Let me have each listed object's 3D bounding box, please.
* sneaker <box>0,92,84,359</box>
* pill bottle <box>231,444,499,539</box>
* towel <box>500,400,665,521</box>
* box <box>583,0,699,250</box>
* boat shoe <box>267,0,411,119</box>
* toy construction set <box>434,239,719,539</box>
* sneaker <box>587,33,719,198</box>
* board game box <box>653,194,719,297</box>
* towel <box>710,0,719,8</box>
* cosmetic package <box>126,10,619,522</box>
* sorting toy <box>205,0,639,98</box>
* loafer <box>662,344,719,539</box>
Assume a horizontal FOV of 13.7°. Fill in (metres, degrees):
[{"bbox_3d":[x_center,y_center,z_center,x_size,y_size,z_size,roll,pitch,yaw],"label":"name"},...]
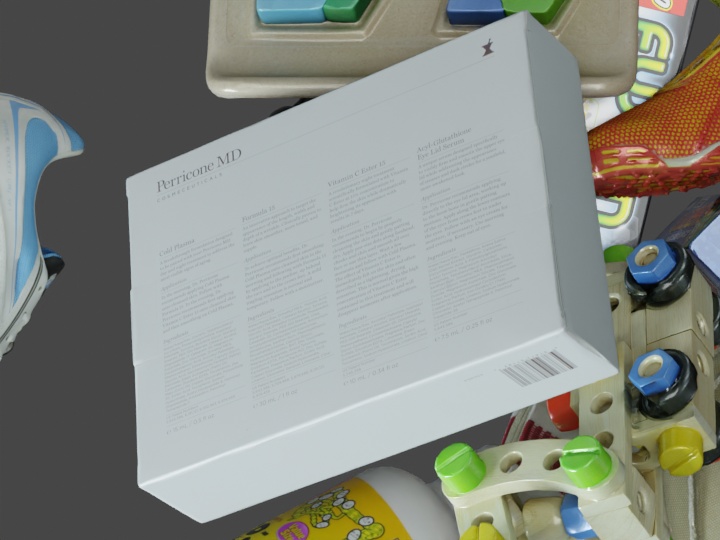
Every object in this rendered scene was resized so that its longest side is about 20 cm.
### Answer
[{"bbox_3d":[-0.172,0.021,1.324,0.072,0.072,0.200,13,98,-21],"label":"sneaker"},{"bbox_3d":[-0.012,0.152,1.298,0.200,0.104,0.104,-27,91,-16],"label":"pill bottle"},{"bbox_3d":[0.112,0.118,1.293,0.144,0.023,0.200,33,67,-23],"label":"towel"},{"bbox_3d":[0.078,-0.055,1.338,0.110,0.035,0.200,14,91,-1],"label":"box"},{"bbox_3d":[-0.020,-0.044,1.318,0.065,0.073,0.200,12,87,0],"label":"boat shoe"},{"bbox_3d":[0.082,0.050,1.227,0.131,0.092,0.200,-21,54,24],"label":"toy construction set"},{"bbox_3d":[0.168,-0.082,1.306,0.200,0.073,0.077,-22,90,-28],"label":"sneaker"},{"bbox_3d":[0.213,0.049,1.292,0.034,0.135,0.200,-45,92,-1],"label":"board game box"},{"bbox_3d":[0.196,-0.212,1.327,0.086,0.018,0.200,45,81,1],"label":"towel"},{"bbox_3d":[0.000,0.000,1.216,0.200,0.052,0.151,-21,57,25],"label":"cosmetic package"},{"bbox_3d":[0.028,-0.168,1.292,0.185,0.036,0.200,0,70,7],"label":"sorting toy"},{"bbox_3d":[0.169,0.129,1.274,0.076,0.068,0.200,5,80,-31],"label":"loafer"}]
